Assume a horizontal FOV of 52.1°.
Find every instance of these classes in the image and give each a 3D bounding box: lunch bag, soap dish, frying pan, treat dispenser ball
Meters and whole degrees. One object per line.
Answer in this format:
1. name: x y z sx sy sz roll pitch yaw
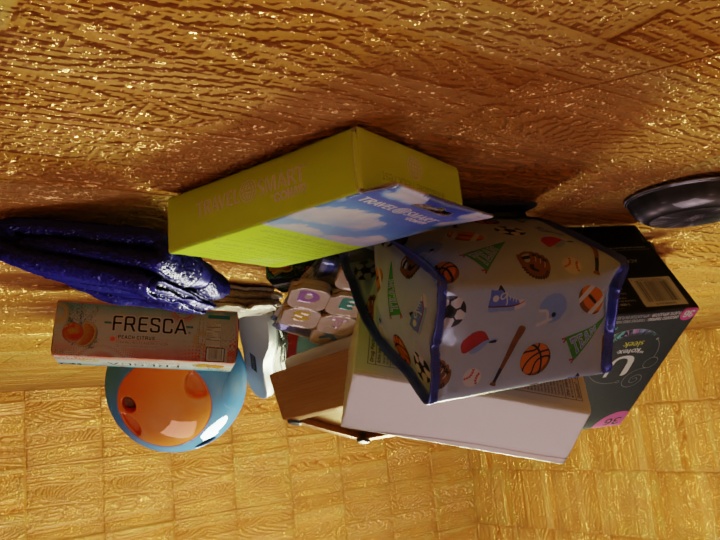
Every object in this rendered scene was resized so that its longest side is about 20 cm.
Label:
1. lunch bag: 0.089 0.005 0.616 0.170 0.124 0.200 -3 -159 -20
2. soap dish: 0.013 0.139 0.848 0.157 0.081 0.200 25 147 -35
3. frying pan: 0.334 -0.060 0.685 0.190 0.031 0.115 3 168 -26
4. treat dispenser ball: -0.267 0.162 1.073 0.201 0.201 0.201 -5 169 -1

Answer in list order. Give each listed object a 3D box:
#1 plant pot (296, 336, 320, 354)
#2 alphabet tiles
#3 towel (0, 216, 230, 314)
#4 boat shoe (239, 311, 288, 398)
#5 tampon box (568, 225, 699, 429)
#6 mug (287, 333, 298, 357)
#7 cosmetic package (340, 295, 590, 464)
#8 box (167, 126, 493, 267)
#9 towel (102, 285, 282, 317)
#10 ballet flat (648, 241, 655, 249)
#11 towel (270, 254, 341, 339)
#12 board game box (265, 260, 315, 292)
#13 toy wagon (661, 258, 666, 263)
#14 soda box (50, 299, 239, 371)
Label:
1. plant pot: -0.009 0.106 1.026 0.200 0.200 0.135 1 -165 -33
2. alphabet tiles: 0.019 0.050 0.775 0.200 0.015 0.196 11 151 -10
3. towel: -0.203 0.004 0.622 0.148 0.050 0.200 4 170 3
4. boat shoe: -0.137 0.108 1.086 0.057 0.069 0.200 -33 146 -34
5. tampon box: 0.226 0.068 0.791 0.150 0.126 0.200 -4 134 -16
6. mug: -0.045 0.116 1.230 0.200 0.133 0.178 4 132 -24
7. cosmetic package: 0.088 0.095 0.651 0.200 0.104 0.073 10 126 -2
8. box: -0.025 -0.044 0.514 0.200 0.048 0.122 -13 167 36
9. towel: -0.208 0.044 0.931 0.132 0.035 0.200 -16 165 41
10. ballet flat: 0.260 -0.007 0.907 0.200 0.057 0.066 -3 -162 11
11. towel: -0.006 0.042 0.807 0.147 0.024 0.200 18 150 -14
12. board game box: 0.000 0.000 0.834 0.200 0.023 0.105 -5 167 1
13. toy wagon: 0.314 0.019 1.014 0.200 0.040 0.155 -10 169 1
14. soda box: -0.243 0.077 0.847 0.200 0.064 0.068 5 163 -14
